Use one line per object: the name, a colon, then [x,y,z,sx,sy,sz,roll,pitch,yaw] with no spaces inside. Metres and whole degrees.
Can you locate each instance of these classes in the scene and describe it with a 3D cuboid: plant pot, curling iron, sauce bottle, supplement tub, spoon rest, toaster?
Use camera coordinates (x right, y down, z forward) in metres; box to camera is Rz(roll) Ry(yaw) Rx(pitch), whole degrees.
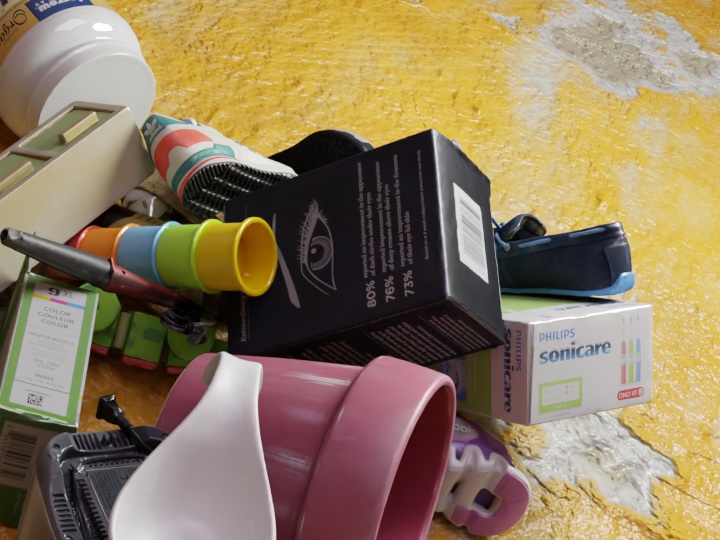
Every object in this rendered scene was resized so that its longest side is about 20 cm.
plant pot: [-0.046,0.144,1.094,0.178,0.201,0.200,16,31,15]
curling iron: [-0.179,0.008,1.140,0.200,0.026,0.050,31,5,-41]
sauce bottle: [-0.190,-0.016,1.301,0.199,0.066,0.066,19,31,15]
supplement tub: [-0.290,-0.205,1.433,0.144,0.145,0.200,-11,48,-42]
spoon rest: [-0.092,0.121,0.945,0.099,0.061,0.201,16,41,-6]
toaster: [-0.156,0.193,0.991,0.113,0.130,0.200,-2,43,-36]

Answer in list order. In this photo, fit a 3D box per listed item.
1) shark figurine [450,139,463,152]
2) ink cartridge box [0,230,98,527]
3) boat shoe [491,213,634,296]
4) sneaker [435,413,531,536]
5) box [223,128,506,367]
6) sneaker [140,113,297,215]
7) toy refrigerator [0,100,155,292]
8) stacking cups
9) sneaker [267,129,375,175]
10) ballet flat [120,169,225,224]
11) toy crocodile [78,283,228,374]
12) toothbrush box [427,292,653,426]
shark figurine: [0.017,-0.005,1.330,0.089,0.214,0.129,31,38,-53]
ink cartridge box: [-0.233,0.075,1.124,0.059,0.104,0.201,15,34,-15]
boat shoe: [0.146,-0.017,1.334,0.199,0.069,0.084,2,6,32]
sneaker: [0.041,0.138,1.250,0.199,0.081,0.089,24,26,-10]
box: [0.000,0.000,1.219,0.104,0.199,0.149,35,45,-52]
sneaker: [-0.119,-0.091,1.329,0.093,0.070,0.200,48,12,18]
toy refrigerator: [-0.265,-0.058,1.237,0.076,0.070,0.200,11,42,43]
stacking cups: [-0.163,-0.007,1.219,0.199,0.061,0.060,-2,21,30]
sneaker: [-0.024,-0.089,1.436,0.082,0.072,0.199,1,-1,-34]
ballet flat: [-0.158,-0.032,1.356,0.199,0.071,0.065,36,45,20]
toy crocodile: [-0.178,0.052,1.237,0.199,0.062,0.067,17,-7,-11]
toothbrush box: [0.123,0.065,1.301,0.145,0.087,0.199,-6,7,-38]
